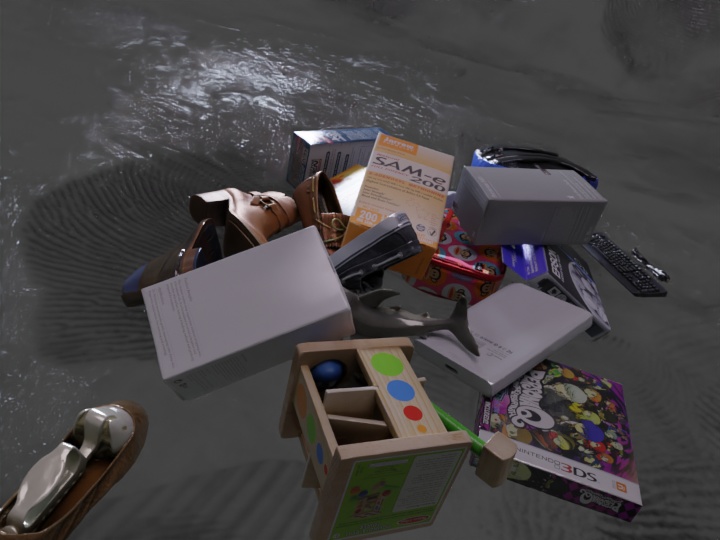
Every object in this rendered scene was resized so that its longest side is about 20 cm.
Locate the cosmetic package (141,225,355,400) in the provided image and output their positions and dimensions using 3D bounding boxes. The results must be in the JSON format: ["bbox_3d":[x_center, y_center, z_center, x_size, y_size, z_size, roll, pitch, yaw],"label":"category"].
[{"bbox_3d":[-0.116,0.045,0.653,0.199,0.081,0.113,-19,64,-7],"label":"cosmetic package"}]

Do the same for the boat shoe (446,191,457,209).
[{"bbox_3d":[0.112,-0.106,1.082,0.200,0.069,0.057,-19,35,-41],"label":"boat shoe"}]

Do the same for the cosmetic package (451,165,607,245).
[{"bbox_3d":[0.252,-0.098,0.930,0.199,0.090,0.107,0,37,-20],"label":"cosmetic package"}]

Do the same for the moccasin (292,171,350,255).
[{"bbox_3d":[-0.040,-0.064,0.917,0.074,0.078,0.202,18,41,-41],"label":"moccasin"}]

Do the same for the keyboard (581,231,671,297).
[{"bbox_3d":[0.507,-0.016,1.154,0.127,0.021,0.200,0,37,-22],"label":"keyboard"}]

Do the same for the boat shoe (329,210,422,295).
[{"bbox_3d":[0.000,0.000,0.794,0.072,0.200,0.068,-20,79,-54],"label":"boat shoe"}]

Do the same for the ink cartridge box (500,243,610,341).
[{"bbox_3d":[0.300,-0.012,0.965,0.200,0.043,0.198,39,30,-15],"label":"ink cartridge box"}]

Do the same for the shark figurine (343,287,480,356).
[{"bbox_3d":[0.034,0.078,0.772,0.214,0.128,0.090,13,65,-6],"label":"shark figurine"}]

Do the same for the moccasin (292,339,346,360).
[{"bbox_3d":[-0.069,0.069,0.729,0.200,0.068,0.080,33,1,13],"label":"moccasin"}]

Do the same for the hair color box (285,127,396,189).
[{"bbox_3d":[-0.035,-0.209,1.144,0.200,0.100,0.061,-13,42,-37],"label":"hair color box"}]

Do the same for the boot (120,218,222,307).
[{"bbox_3d":[-0.235,-0.013,0.778,0.097,0.075,0.200,-13,22,0],"label":"boot"}]

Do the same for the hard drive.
[{"bbox_3d":[0.188,0.082,0.800,0.200,0.026,0.132,-25,33,-31],"label":"hard drive"}]

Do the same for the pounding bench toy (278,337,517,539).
[{"bbox_3d":[0.036,0.153,0.608,0.199,0.125,0.156,0,35,-23],"label":"pounding bench toy"}]

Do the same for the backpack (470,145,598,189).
[{"bbox_3d":[0.293,-0.135,1.101,0.199,0.168,0.163,7,17,-17],"label":"backpack"}]

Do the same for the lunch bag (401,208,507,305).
[{"bbox_3d":[0.146,-0.029,0.976,0.176,0.082,0.200,17,31,10],"label":"lunch bag"}]

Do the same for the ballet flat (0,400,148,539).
[{"bbox_3d":[-0.244,0.165,0.522,0.068,0.073,0.200,20,33,7],"label":"ballet flat"}]

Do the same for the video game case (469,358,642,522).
[{"bbox_3d":[0.229,0.180,0.728,0.181,0.036,0.200,19,33,7],"label":"video game case"}]

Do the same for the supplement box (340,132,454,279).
[{"bbox_3d":[0.057,-0.098,0.886,0.126,0.074,0.200,17,50,-2],"label":"supplement box"}]

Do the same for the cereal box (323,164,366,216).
[{"bbox_3d":[0.016,-0.112,1.007,0.200,0.040,0.144,24,46,39],"label":"cereal box"}]

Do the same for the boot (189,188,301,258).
[{"bbox_3d":[-0.143,-0.068,0.919,0.154,0.074,0.200,-12,46,-44],"label":"boot"}]
